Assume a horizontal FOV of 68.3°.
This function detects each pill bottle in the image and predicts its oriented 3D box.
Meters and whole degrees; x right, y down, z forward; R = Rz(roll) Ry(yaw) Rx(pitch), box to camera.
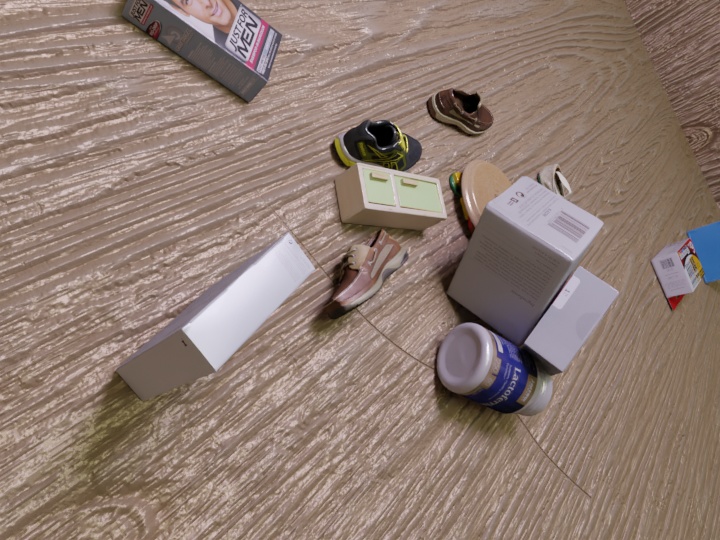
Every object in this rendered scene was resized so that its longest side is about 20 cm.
[{"bbox_3d":[0.233,0.176,0.907,0.197,0.115,0.118,27,57,-31],"label":"pill bottle"}]

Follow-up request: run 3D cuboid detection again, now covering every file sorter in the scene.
[{"bbox_3d":[1.354,-0.077,2.002,0.121,0.137,0.205,-9,79,-46],"label":"file sorter"}]

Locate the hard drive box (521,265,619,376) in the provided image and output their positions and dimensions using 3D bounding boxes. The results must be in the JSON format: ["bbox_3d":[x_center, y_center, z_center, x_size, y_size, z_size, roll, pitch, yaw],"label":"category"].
[{"bbox_3d":[0.358,0.097,0.930,0.076,0.200,0.157,36,88,19],"label":"hard drive box"}]

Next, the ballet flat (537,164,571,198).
[{"bbox_3d":[0.497,-0.165,1.313,0.067,0.062,0.205,-16,85,-43],"label":"ballet flat"}]

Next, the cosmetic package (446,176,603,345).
[{"bbox_3d":[0.284,-0.019,0.933,0.165,0.203,0.166,35,42,21],"label":"cosmetic package"}]

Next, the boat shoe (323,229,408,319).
[{"bbox_3d":[0.000,0.000,0.802,0.075,0.075,0.200,53,39,-5],"label":"boat shoe"}]

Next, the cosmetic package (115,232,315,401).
[{"bbox_3d":[-0.153,0.052,0.548,0.052,0.198,0.151,53,48,-10],"label":"cosmetic package"}]

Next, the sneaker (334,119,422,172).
[{"bbox_3d":[0.050,-0.212,0.912,0.197,0.084,0.076,-11,82,-44],"label":"sneaker"}]

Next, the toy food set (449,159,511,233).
[{"bbox_3d":[0.270,-0.139,1.109,0.197,0.048,0.203,-7,78,-43],"label":"toy food set"}]

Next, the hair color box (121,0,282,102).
[{"bbox_3d":[-0.214,-0.342,0.742,0.198,0.060,0.101,29,57,-30],"label":"hair color box"}]

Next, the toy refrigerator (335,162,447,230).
[{"bbox_3d":[0.057,-0.121,0.895,0.197,0.069,0.078,2,73,-41],"label":"toy refrigerator"}]

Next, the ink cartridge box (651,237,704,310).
[{"bbox_3d":[1.042,0.011,1.722,0.198,0.083,0.179,-23,90,-45],"label":"ink cartridge box"}]

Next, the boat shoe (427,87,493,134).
[{"bbox_3d":[0.235,-0.343,1.136,0.199,0.074,0.077,-5,77,-43],"label":"boat shoe"}]
